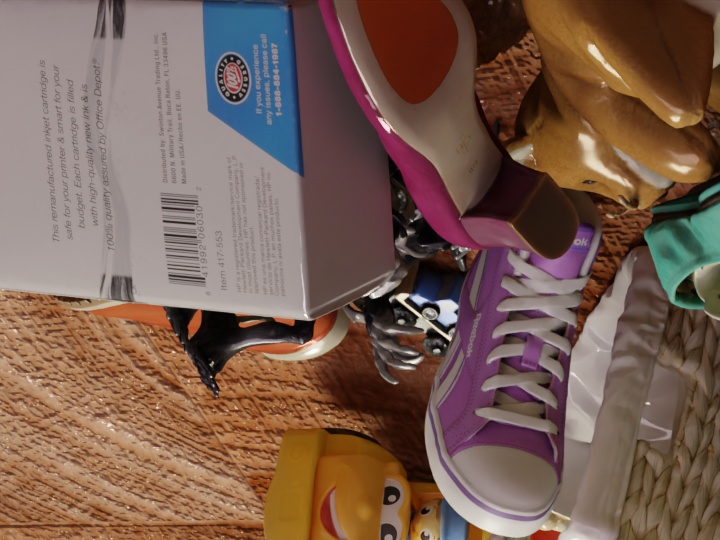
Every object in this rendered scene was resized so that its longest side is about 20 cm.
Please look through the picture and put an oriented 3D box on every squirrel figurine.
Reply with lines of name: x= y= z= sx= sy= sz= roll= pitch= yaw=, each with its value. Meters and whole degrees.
squirrel figurine: x=0.103 y=-0.118 z=1.262 sx=0.200 sy=0.142 sz=0.187 roll=37 pitch=154 yaw=6

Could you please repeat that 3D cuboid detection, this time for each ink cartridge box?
ink cartridge box: x=-0.092 y=-0.064 z=1.258 sx=0.200 sy=0.086 sz=0.147 roll=6 pitch=107 yaw=32

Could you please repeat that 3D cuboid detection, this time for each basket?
basket: x=0.169 y=0.133 z=1.454 sx=0.161 sy=0.198 sz=0.200 roll=21 pitch=142 yaw=-4

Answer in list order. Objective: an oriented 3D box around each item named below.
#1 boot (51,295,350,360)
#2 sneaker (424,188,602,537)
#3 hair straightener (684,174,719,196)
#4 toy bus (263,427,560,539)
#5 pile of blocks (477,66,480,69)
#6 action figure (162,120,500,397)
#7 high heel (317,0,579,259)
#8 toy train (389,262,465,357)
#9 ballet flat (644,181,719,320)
boot: x=-0.095 y=0.012 z=1.532 sx=0.200 sy=0.075 sz=0.107 roll=4 pitch=153 yaw=47
sneaker: x=0.082 y=0.032 z=1.372 sx=0.073 sy=0.201 sz=0.114 roll=13 pitch=135 yaw=-10
hair straightener: x=0.226 y=-0.062 z=1.312 sx=0.077 sy=0.041 sz=0.200 roll=39 pitch=140 yaw=-20
toy bus: x=0.057 y=0.176 z=1.598 sx=0.192 sy=0.136 sz=0.200 roll=-7 pitch=149 yaw=24
pile of blocks: x=-0.030 y=-0.113 z=1.384 sx=0.200 sy=0.082 sz=0.062 roll=-11 pitch=89 yaw=24
action figure: x=0.000 y=0.000 z=1.390 sx=0.200 sy=0.102 sz=0.119 roll=-26 pitch=140 yaw=-2
high heel: x=0.017 y=-0.077 z=1.215 sx=0.096 sy=0.067 sz=0.200 roll=19 pitch=151 yaw=49
toy train: x=-0.001 y=-0.017 z=1.495 sx=0.200 sy=0.034 sz=0.046 roll=39 pitch=129 yaw=-18
ballet flat: x=0.183 y=-0.012 z=1.235 sx=0.200 sy=0.067 sz=0.071 roll=146 pitch=106 yaw=-80
